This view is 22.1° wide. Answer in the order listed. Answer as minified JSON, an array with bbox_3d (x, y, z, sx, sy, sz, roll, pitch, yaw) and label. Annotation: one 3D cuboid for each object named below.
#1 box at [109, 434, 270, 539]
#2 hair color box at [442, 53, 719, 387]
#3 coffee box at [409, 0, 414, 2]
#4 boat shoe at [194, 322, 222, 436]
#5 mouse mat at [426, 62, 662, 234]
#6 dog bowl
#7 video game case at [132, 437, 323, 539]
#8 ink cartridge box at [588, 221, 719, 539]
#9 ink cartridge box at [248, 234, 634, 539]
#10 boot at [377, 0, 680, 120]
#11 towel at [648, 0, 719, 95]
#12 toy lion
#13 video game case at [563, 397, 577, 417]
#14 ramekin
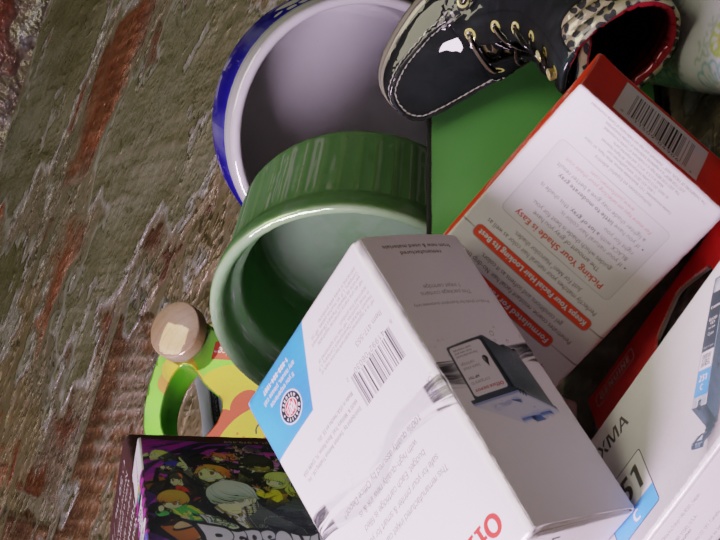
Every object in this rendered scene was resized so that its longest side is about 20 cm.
[{"bbox_3d":[-0.079,0.229,1.253,0.200,0.163,0.167,-121,38,-63],"label":"box"},{"bbox_3d":[0.114,-0.014,1.086,0.200,0.111,0.064,-49,1,29],"label":"hair color box"},{"bbox_3d":[0.046,-0.213,1.435,0.200,0.122,0.044,-14,59,66],"label":"coffee box"},{"bbox_3d":[-0.093,0.137,1.534,0.074,0.068,0.201,-48,41,37],"label":"boat shoe"},{"bbox_3d":[0.117,-0.097,1.193,0.160,0.008,0.201,-14,48,18],"label":"mouse mat"},{"bbox_3d":[-0.008,-0.107,1.368,0.202,0.199,0.079,-68,20,5],"label":"dog bowl"},{"bbox_3d":[-0.039,0.167,1.147,0.182,0.198,0.036,-109,27,-64],"label":"video game case"},{"bbox_3d":[0.179,0.051,1.005,0.201,0.044,0.177,-59,25,27],"label":"ink cartridge box"},{"bbox_3d":[0.038,0.102,1.029,0.201,0.085,0.147,57,132,28],"label":"ink cartridge box"},{"bbox_3d":[0.101,-0.140,1.147,0.203,0.073,0.154,-38,33,16],"label":"boot"},{"bbox_3d":[0.232,-0.201,1.095,0.202,0.048,0.171,-69,19,2],"label":"towel"},{"bbox_3d":[-0.087,0.128,1.442,0.198,0.069,0.193,3,69,31],"label":"toy lion"},{"bbox_3d":[0.076,0.175,1.147,0.200,0.018,0.144,135,147,-59],"label":"video game case"},{"bbox_3d":[0.000,0.000,1.276,0.200,0.199,0.098,-51,21,38],"label":"ramekin"}]
